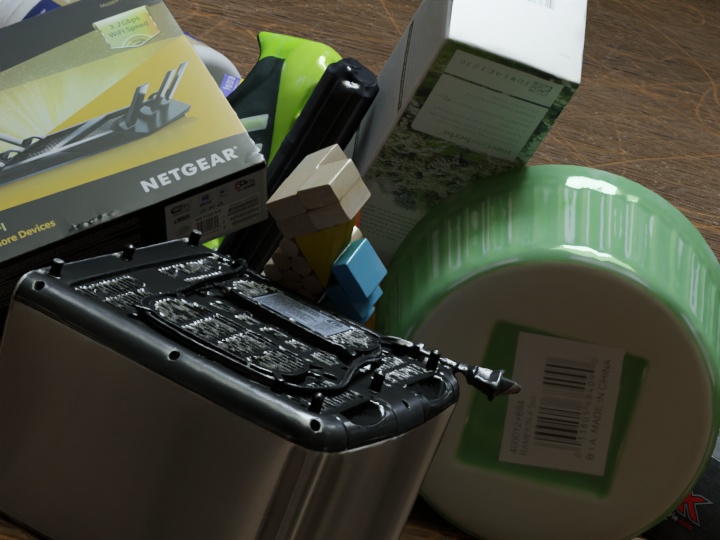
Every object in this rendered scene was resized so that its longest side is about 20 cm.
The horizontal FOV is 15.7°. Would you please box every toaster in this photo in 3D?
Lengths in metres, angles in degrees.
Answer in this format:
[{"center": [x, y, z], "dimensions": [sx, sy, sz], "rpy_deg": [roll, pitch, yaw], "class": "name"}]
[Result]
[{"center": [-0.058, 0.075, 1.238], "dimensions": [0.199, 0.119, 0.181], "rpy_deg": [26, 17, 19], "class": "toaster"}]

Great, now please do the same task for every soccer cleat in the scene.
[{"center": [-0.077, -0.050, 1.532], "dimensions": [0.081, 0.201, 0.068], "rpy_deg": [24, -13, 36], "class": "soccer cleat"}]

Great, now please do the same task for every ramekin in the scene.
[{"center": [0.103, 0.054, 1.391], "dimensions": [0.199, 0.201, 0.098], "rpy_deg": [20, 23, -3], "class": "ramekin"}]

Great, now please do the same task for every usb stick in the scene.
[{"center": [-0.050, -0.030, 1.453], "dimensions": [0.032, 0.201, 0.055], "rpy_deg": [31, 14, -1], "class": "usb stick"}]

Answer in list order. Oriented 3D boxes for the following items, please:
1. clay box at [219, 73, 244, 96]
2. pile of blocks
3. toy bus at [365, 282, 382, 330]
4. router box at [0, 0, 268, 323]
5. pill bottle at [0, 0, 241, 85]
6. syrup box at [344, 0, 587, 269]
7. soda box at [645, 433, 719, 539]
[{"center": [-0.002, -0.064, 1.653], "dimensions": [0.199, 0.048, 0.115], "rpy_deg": [13, 23, -2], "class": "clay box"}, {"center": [-0.016, 0.011, 1.349], "dimensions": [0.082, 0.201, 0.062], "rpy_deg": [31, 48, 9], "class": "pile of blocks"}, {"center": [0.041, 0.046, 1.495], "dimensions": [0.199, 0.066, 0.078], "rpy_deg": [14, -10, -1], "class": "toy bus"}, {"center": [-0.171, -0.062, 1.415], "dimensions": [0.199, 0.052, 0.158], "rpy_deg": [-22, 55, -17], "class": "router box"}, {"center": [-0.183, -0.132, 1.788], "dimensions": [0.200, 0.120, 0.119], "rpy_deg": [33, 19, 37], "class": "pill bottle"}, {"center": [0.049, -0.082, 1.435], "dimensions": [0.078, 0.200, 0.082], "rpy_deg": [18, 51, -12], "class": "syrup box"}, {"center": [0.197, 0.126, 1.507], "dimensions": [0.200, 0.064, 0.071], "rpy_deg": [33, 20, 37], "class": "soda box"}]
